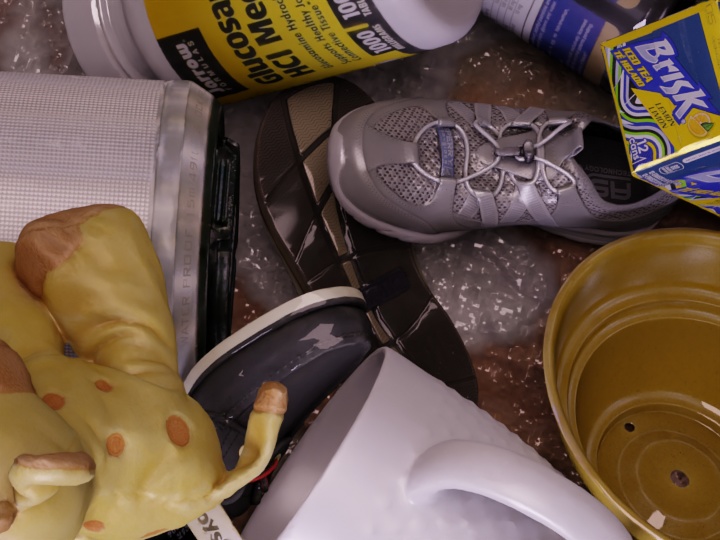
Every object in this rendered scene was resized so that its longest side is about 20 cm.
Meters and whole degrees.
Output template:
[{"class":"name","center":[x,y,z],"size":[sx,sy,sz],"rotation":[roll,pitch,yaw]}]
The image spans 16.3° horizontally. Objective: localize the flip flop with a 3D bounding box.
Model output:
[{"class":"flip flop","center":[0.000,0.000,1.279],"size":[0.081,0.058,0.201],"rotation":[-24,91,-15]}]

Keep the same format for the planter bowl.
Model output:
[{"class":"planter bowl","center":[0.169,0.083,1.226],"size":[0.199,0.084,0.202],"rotation":[11,51,-14]}]

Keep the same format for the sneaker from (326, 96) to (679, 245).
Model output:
[{"class":"sneaker","center":[0.078,-0.058,1.246],"size":[0.199,0.082,0.075],"rotation":[1,74,-28]}]

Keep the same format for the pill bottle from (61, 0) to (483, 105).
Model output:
[{"class":"pill bottle","center":[-0.046,-0.146,1.251],"size":[0.199,0.112,0.113],"rotation":[-13,70,31]}]

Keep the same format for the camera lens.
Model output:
[{"class":"camera lens","center":[-0.160,-0.016,1.220],"size":[0.198,0.160,0.161],"rotation":[3,73,-1]}]

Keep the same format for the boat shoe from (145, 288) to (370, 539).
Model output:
[{"class":"boat shoe","center":[-0.064,0.085,1.170],"size":[0.201,0.073,0.063],"rotation":[-42,59,20]}]

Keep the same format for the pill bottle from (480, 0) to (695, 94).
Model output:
[{"class":"pill bottle","center":[0.083,-0.186,1.304],"size":[0.199,0.112,0.112],"rotation":[33,75,7]}]

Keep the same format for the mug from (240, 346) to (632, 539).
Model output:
[{"class":"mug","center":[0.051,0.135,1.162],"size":[0.175,0.200,0.148],"rotation":[35,59,-6]}]

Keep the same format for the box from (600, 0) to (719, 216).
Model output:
[{"class":"box","center":[0.189,-0.069,1.226],"size":[0.064,0.200,0.071],"rotation":[-20,73,25]}]

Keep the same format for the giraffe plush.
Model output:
[{"class":"giraffe plush","center":[-0.145,0.076,1.046],"size":[0.200,0.162,0.173],"rotation":[40,112,20]}]
